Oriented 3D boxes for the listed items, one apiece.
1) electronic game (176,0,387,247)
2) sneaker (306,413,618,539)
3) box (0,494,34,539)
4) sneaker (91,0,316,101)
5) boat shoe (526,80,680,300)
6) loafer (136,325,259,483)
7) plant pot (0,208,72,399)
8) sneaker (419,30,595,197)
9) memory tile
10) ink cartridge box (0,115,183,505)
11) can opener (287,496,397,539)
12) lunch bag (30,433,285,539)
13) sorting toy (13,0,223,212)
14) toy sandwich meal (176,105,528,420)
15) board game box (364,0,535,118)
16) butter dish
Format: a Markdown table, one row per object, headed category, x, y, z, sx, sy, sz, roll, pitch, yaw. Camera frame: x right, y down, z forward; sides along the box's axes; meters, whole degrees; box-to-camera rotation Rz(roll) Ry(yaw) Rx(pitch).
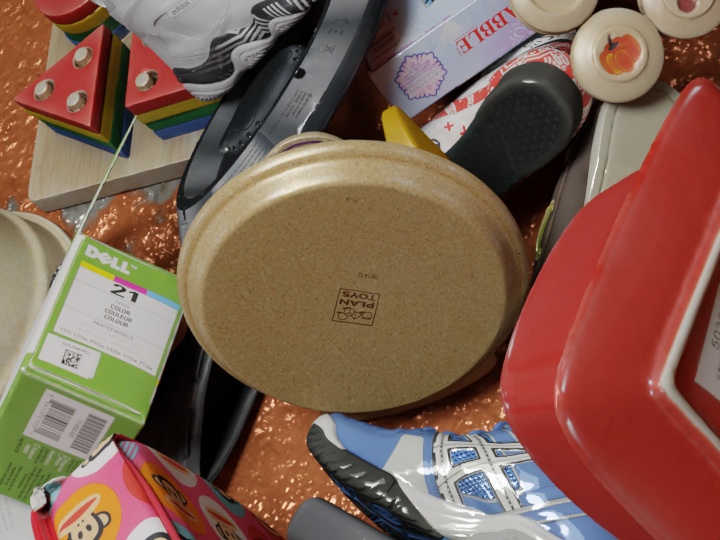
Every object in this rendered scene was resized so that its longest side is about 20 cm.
| category | x | y | z | sx | sy | sz | roll | pitch | yaw |
| --- | --- | --- | --- | --- | --- | --- | --- | --- | --- |
| electronic game | -0.048 | -0.095 | 0.855 | 0.200 | 0.042 | 0.200 | -49 | 19 | 23 |
| sneaker | 0.062 | 0.115 | 0.763 | 0.199 | 0.076 | 0.077 | 21 | 70 | 26 |
| box | -0.263 | 0.201 | 0.863 | 0.199 | 0.036 | 0.145 | -15 | 52 | -16 |
| sneaker | -0.084 | -0.186 | 0.847 | 0.200 | 0.115 | 0.075 | -38 | 25 | 46 |
| boat shoe | 0.128 | -0.006 | 0.790 | 0.071 | 0.060 | 0.201 | 20 | 75 | -8 |
| loafer | -0.070 | 0.037 | 0.877 | 0.070 | 0.068 | 0.201 | 23 | 85 | 39 |
| plant pot | -0.314 | 0.011 | 0.959 | 0.199 | 0.183 | 0.202 | -14 | 59 | 24 |
| sneaker | 0.066 | -0.073 | 0.864 | 0.201 | 0.067 | 0.108 | -36 | 10 | 40 |
| memory tile | 0.156 | -0.201 | 0.768 | 0.200 | 0.017 | 0.153 | -43 | 92 | -1 |
| ink cartridge box | -0.156 | 0.029 | 0.885 | 0.148 | 0.075 | 0.201 | -52 | 18 | 49 |
| can opener | 0.036 | 0.187 | 0.746 | 0.199 | 0.053 | 0.067 | 23 | 78 | 38 |
| lunch bag | -0.074 | 0.165 | 0.728 | 0.082 | 0.200 | 0.176 | -41 | 49 | 3 |
| sorting toy | -0.158 | -0.163 | 1.033 | 0.198 | 0.070 | 0.201 | -12 | 60 | 24 |
| toy sandwich meal | 0.000 | 0.000 | 0.777 | 0.204 | 0.205 | 0.070 | -24 | 37 | 17 |
| board game box | 0.081 | -0.200 | 0.887 | 0.199 | 0.041 | 0.200 | -34 | 30 | 11 |
| butter dish | 0.139 | 0.048 | 0.679 | 0.147 | 0.199 | 0.201 | -11 | 41 | 50 |
